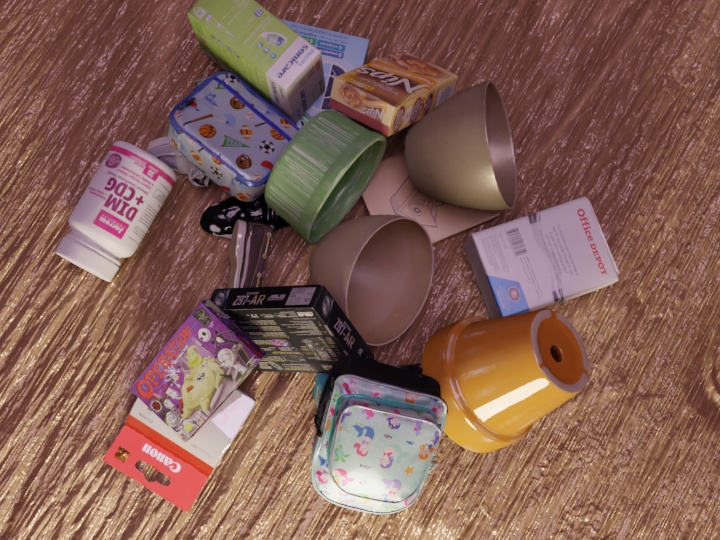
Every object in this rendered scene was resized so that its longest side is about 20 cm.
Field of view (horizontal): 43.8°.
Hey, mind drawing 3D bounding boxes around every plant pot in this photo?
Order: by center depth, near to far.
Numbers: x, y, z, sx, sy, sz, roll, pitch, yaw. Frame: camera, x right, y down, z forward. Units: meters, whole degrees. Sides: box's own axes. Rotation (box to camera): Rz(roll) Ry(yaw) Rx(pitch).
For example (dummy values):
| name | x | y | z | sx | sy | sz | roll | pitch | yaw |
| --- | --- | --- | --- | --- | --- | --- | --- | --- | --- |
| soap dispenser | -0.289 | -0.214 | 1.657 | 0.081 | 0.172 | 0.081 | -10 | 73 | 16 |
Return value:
| name | x | y | z | sx | sy | sz | roll | pitch | yaw |
| --- | --- | --- | --- | --- | --- | --- | --- | --- | --- |
| plant pot | 0.221 | 0.145 | 1.306 | 0.200 | 0.183 | 0.200 | 22 | 54 | -33 |
| plant pot | 0.000 | 0.000 | 1.381 | 0.134 | 0.200 | 0.200 | 21 | 76 | 39 |

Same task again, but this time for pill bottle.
| name | x | y | z | sx | sy | sz | roll | pitch | yaw |
| --- | --- | --- | --- | --- | --- | --- | --- | --- | --- |
| pill bottle | -0.384 | -0.091 | 1.402 | 0.113 | 0.113 | 0.200 | 27 | 80 | 3 |

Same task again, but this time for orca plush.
| name | x | y | z | sx | sy | sz | roll | pitch | yaw |
| --- | --- | --- | --- | --- | --- | --- | --- | --- | --- |
| orca plush | -0.158 | -0.085 | 1.432 | 0.200 | 0.071 | 0.105 | 12 | 79 | 0 |

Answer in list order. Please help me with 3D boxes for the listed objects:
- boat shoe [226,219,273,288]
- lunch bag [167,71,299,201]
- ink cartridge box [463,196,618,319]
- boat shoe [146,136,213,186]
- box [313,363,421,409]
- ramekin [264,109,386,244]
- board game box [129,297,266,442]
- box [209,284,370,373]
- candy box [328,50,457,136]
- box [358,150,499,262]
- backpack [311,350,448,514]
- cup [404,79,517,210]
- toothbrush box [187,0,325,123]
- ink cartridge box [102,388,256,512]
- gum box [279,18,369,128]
| name | x | y | z | sx | sy | sz | roll | pitch | yaw |
| --- | --- | --- | --- | --- | --- | --- | --- | --- | --- |
| boat shoe | -0.179 | 0.022 | 1.407 | 0.059 | 0.072 | 0.200 | 7 | 92 | -19 |
| lunch bag | -0.194 | -0.216 | 1.399 | 0.200 | 0.076 | 0.160 | 42 | 62 | 5 |
| ink cartridge box | 0.287 | -0.014 | 1.431 | 0.200 | 0.084 | 0.146 | -18 | 80 | -6 |
| boat shoe | -0.246 | -0.167 | 1.445 | 0.200 | 0.072 | 0.069 | 8 | 63 | -11 |
| box | 0.036 | 0.191 | 1.357 | 0.200 | 0.049 | 0.082 | -4 | 38 | -18 |
| ramekin | -0.057 | -0.148 | 1.368 | 0.098 | 0.200 | 0.200 | 36 | 80 | 9 |
| board game box | -0.241 | 0.149 | 1.314 | 0.120 | 0.032 | 0.200 | 44 | 114 | 6 |
| box | -0.106 | 0.089 | 1.315 | 0.200 | 0.160 | 0.044 | -3 | 49 | 33 |
| candy box | 0.055 | -0.284 | 1.418 | 0.115 | 0.055 | 0.200 | 29 | 37 | 21 |
| box | 0.108 | -0.123 | 1.476 | 0.200 | 0.021 | 0.164 | -22 | 82 | -7 |
| backpack | 0.020 | 0.239 | 1.239 | 0.177 | 0.151 | 0.200 | 16 | 111 | -8 |
| cup | 0.152 | -0.182 | 1.397 | 0.143 | 0.200 | 0.200 | -9 | 79 | 21 |
| toothbrush box | -0.159 | -0.341 | 1.400 | 0.200 | 0.146 | 0.086 | 40 | 81 | 9 |
| ink cartridge box | -0.279 | 0.244 | 1.378 | 0.163 | 0.057 | 0.200 | 31 | 75 | 3 |
| gum box | -0.089 | -0.305 | 1.490 | 0.170 | 0.045 | 0.200 | 13 | 78 | 1 |
